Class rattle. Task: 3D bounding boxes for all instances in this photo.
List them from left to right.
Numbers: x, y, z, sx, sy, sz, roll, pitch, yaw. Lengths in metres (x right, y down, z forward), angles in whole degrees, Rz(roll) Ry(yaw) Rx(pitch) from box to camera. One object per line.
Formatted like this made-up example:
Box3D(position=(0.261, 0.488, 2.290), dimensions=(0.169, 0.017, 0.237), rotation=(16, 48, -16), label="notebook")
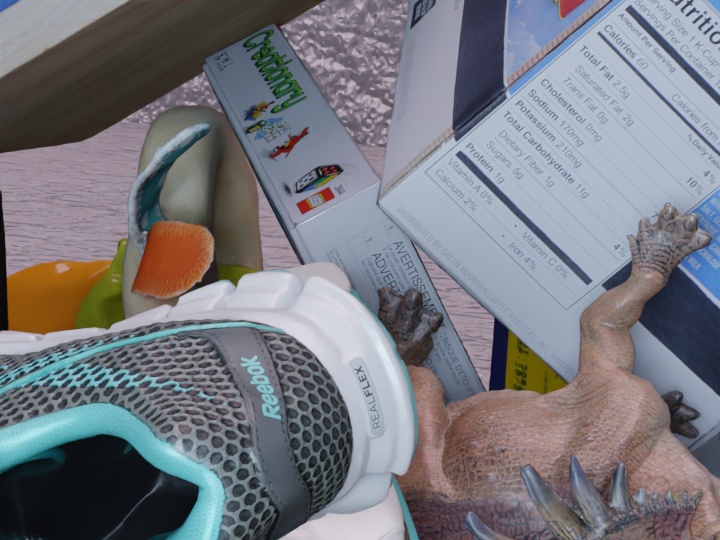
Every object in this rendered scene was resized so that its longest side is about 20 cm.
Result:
Box3D(position=(-0.103, -0.002, 1.071), dimensions=(0.143, 0.130, 0.200), rotation=(13, 4, 10), label="rattle")

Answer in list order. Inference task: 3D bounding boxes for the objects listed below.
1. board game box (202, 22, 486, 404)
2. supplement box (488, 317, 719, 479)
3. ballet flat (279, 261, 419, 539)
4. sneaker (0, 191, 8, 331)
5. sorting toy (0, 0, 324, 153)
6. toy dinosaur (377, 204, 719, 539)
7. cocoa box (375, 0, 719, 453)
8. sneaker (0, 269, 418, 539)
Box3D(position=(0.000, 0.000, 1.009), dimensions=(0.035, 0.126, 0.200), rotation=(-27, 22, -1), label="board game box")
Box3D(position=(0.147, 0.026, 1.114), dimensions=(0.109, 0.109, 0.200), rotation=(1, 8, -30), label="supplement box")
Box3D(position=(-0.027, 0.045, 0.803), dimensions=(0.069, 0.070, 0.200), rotation=(4, 24, -9), label="ballet flat")
Box3D(position=(-0.173, 0.001, 0.976), dimensions=(0.108, 0.067, 0.201), rotation=(-1, 7, -11), label="sneaker")
Box3D(position=(-0.070, -0.115, 1.012), dimensions=(0.200, 0.070, 0.199), rotation=(-29, -4, 19), label="sorting toy")
Box3D(position=(0.039, 0.066, 0.838), dimensions=(0.200, 0.086, 0.136), rotation=(-12, 34, 37), label="toy dinosaur")
Box3D(position=(0.102, -0.063, 0.953), dimensions=(0.133, 0.131, 0.200), rotation=(42, 24, -16), label="cocoa box")
Box3D(position=(-0.090, 0.053, 0.694), dimensions=(0.200, 0.078, 0.091), rotation=(-18, 9, 27), label="sneaker")
